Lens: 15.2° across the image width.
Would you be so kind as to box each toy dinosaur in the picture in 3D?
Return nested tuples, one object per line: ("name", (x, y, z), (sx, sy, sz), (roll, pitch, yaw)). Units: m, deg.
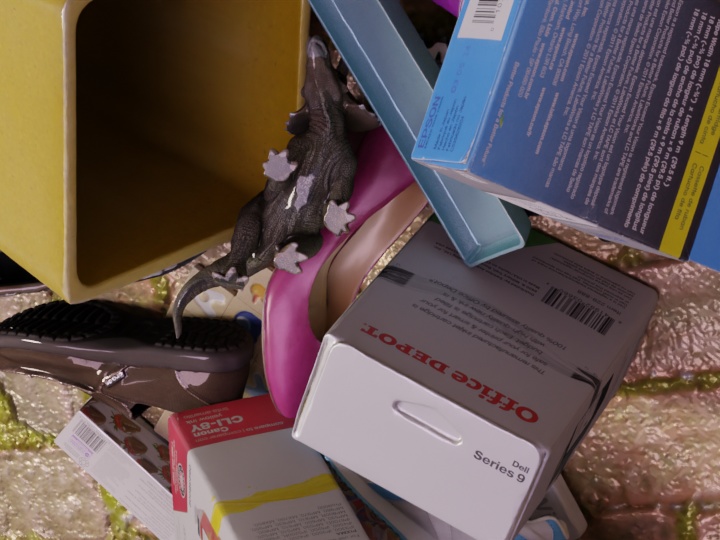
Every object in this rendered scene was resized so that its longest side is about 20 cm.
("toy dinosaur", (-0.041, -0.036, 1.592), (0.077, 0.102, 0.200), (27, 111, 2))

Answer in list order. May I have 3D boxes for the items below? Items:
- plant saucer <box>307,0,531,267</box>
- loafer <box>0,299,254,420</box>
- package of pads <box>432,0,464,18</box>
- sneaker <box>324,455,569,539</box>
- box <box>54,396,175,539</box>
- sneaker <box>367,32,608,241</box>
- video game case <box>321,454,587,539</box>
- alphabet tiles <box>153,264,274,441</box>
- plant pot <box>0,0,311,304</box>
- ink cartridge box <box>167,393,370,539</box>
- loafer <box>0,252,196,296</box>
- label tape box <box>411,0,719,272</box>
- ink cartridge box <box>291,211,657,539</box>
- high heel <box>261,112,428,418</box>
("plant saucer", (0.032, -0.096, 1.549), (0.200, 0.019, 0.070), (58, 152, -5))
("loafer", (-0.162, 0.067, 1.770), (0.200, 0.073, 0.071), (7, 113, 29))
("package of pads", (0.069, -0.248, 1.504), (0.120, 0.076, 0.200), (33, 125, 11))
("sneaker", (0.041, 0.128, 1.688), (0.200, 0.077, 0.081), (43, 90, 14))
("box", (-0.119, 0.163, 1.827), (0.200, 0.039, 0.041), (42, 127, 1))
("sneaker", (0.084, -0.075, 1.574), (0.200, 0.066, 0.091), (22, 89, 13))
("video game case", (0.031, 0.135, 1.746), (0.200, 0.018, 0.143), (-21, 104, 32))
("alphabet tiles", (-0.050, 0.089, 1.776), (0.200, 0.006, 0.166), (36, 125, 5))
("plant pot", (-0.169, -0.126, 1.616), (0.200, 0.195, 0.194), (25, 125, 36))
("ink cartridge box", (-0.054, 0.190, 1.679), (0.083, 0.200, 0.145), (-10, 120, -16))
("loafer", (-0.179, -0.013, 1.742), (0.200, 0.063, 0.072), (-12, 110, 30))
("label tape box", (0.142, -0.092, 1.491), (0.063, 0.200, 0.144), (12, 82, 60))
("ink cartridge box", (0.069, 0.055, 1.582), (0.146, 0.200, 0.084), (28, 125, 11))
("high heel", (0.000, 0.000, 1.640), (0.096, 0.067, 0.200), (14, 100, 29))
